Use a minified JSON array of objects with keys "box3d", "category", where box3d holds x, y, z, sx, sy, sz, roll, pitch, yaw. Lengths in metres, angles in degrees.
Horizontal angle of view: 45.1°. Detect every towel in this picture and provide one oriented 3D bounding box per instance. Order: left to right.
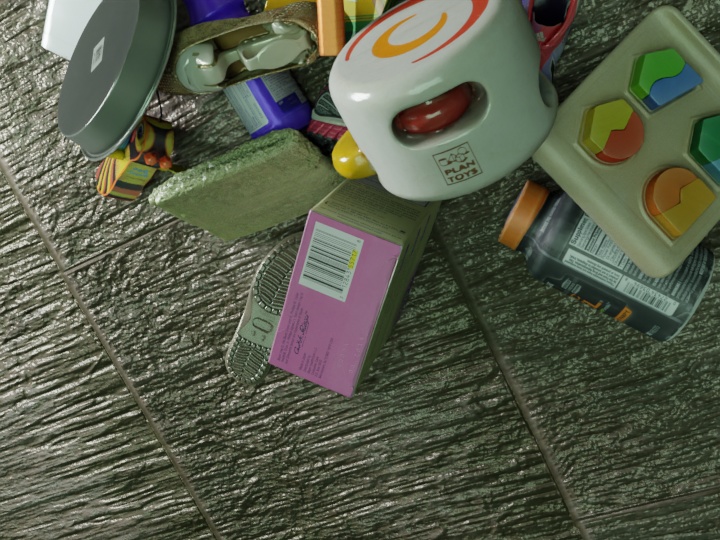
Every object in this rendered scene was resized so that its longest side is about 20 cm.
[{"box3d":[-0.119,-0.092,0.962,0.200,0.148,0.037,-20,66,24],"category":"towel"}]

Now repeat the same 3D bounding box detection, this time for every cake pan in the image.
[{"box3d":[-0.258,-0.213,0.900,0.037,0.201,0.200,22,125,-37],"category":"cake pan"}]

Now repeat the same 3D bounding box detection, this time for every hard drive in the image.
[{"box3d":[-0.282,-0.322,0.977,0.132,0.026,0.200,26,117,7],"category":"hard drive"}]

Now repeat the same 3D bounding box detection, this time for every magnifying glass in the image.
[{"box3d":[-0.030,-0.297,0.782,0.079,0.022,0.201,3,112,15],"category":"magnifying glass"}]

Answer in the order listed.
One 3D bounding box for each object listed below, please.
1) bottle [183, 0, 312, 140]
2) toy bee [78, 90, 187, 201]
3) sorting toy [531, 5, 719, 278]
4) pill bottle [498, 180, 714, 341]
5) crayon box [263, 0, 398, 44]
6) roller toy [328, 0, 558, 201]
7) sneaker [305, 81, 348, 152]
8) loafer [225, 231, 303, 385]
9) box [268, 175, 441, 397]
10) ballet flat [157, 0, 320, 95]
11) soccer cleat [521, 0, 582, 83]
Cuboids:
[{"box3d":[-0.127,-0.229,0.930,0.065,0.084,0.200,-27,102,25],"category":"bottle"},{"box3d":[-0.252,-0.140,0.981,0.131,0.109,0.200,-4,140,-19],"category":"toy bee"},{"box3d":[0.285,-0.123,0.814,0.185,0.036,0.200,45,82,-3],"category":"sorting toy"},{"box3d":[0.243,-0.018,0.882,0.200,0.106,0.106,28,116,7],"category":"pill bottle"},{"box3d":[-0.008,-0.323,0.868,0.119,0.058,0.200,26,115,6],"category":"crayon box"},{"box3d":[0.076,-0.156,0.780,0.182,0.200,0.140,19,148,51],"category":"roller toy"},{"box3d":[0.045,-0.147,0.914,0.199,0.081,0.075,17,85,3],"category":"sneaker"},{"box3d":[-0.099,0.041,1.040,0.076,0.068,0.200,31,101,2],"category":"loafer"},{"box3d":[0.000,0.000,0.914,0.096,0.200,0.176,22,116,9],"category":"box"},{"box3d":[-0.122,-0.213,0.852,0.199,0.065,0.071,-18,125,12],"category":"ballet flat"},{"box3d":[0.169,-0.212,0.845,0.067,0.076,0.200,21,115,9],"category":"soccer cleat"}]
